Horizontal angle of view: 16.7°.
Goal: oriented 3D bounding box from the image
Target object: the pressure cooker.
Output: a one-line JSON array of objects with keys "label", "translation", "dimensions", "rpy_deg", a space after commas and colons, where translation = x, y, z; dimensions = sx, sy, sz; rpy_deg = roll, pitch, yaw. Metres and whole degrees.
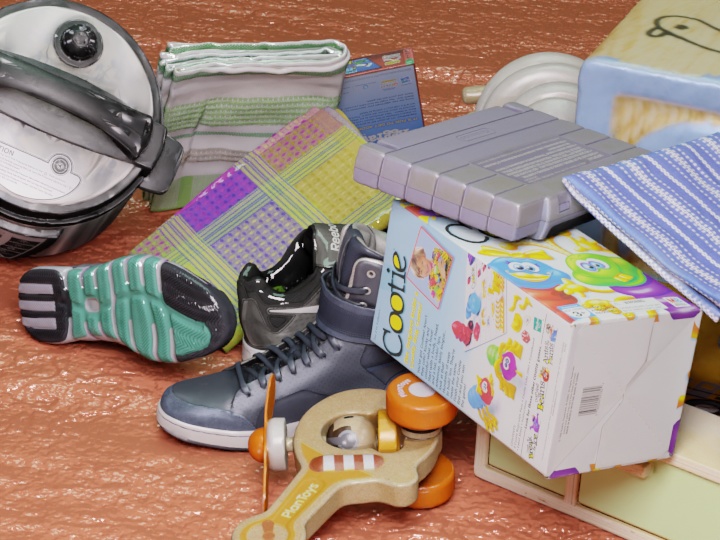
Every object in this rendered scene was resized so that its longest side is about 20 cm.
[{"label": "pressure cooker", "translation": [-0.240, -0.110, 1.835], "dimensions": [0.175, 0.180, 0.200], "rpy_deg": [-20, -5, -18]}]

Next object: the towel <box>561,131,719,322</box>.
[{"label": "towel", "translation": [0.240, -0.037, 1.577], "dimensions": [0.199, 0.024, 0.145], "rpy_deg": [-17, 50, -45]}]

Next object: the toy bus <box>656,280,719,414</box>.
[{"label": "toy bus", "translation": [0.215, 0.051, 1.695], "dimensions": [0.199, 0.065, 0.078], "rpy_deg": [14, -20, -8]}]

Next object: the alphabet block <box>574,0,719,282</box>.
[{"label": "alphabet block", "translation": [0.279, -0.090, 1.904], "dimensions": [0.194, 0.197, 0.200], "rpy_deg": [13, 27, 17]}]

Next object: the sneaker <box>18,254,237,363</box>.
[{"label": "sneaker", "translation": [-0.150, 0.018, 1.753], "dimensions": [0.199, 0.075, 0.087], "rpy_deg": [7, 14, 38]}]

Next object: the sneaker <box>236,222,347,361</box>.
[{"label": "sneaker", "translation": [0.000, 0.000, 1.744], "dimensions": [0.199, 0.091, 0.067], "rpy_deg": [-22, 32, -7]}]

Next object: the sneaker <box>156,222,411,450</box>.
[{"label": "sneaker", "translation": [-0.039, 0.042, 1.657], "dimensions": [0.201, 0.147, 0.077], "rpy_deg": [-5, 28, -12]}]

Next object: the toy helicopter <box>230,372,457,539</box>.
[{"label": "toy helicopter", "translation": [-0.029, 0.129, 1.558], "dimensions": [0.132, 0.079, 0.200], "rpy_deg": [15, 34, 23]}]

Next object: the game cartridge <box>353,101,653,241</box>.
[{"label": "game cartridge", "translation": [0.101, -0.065, 1.612], "dimensions": [0.129, 0.039, 0.200], "rpy_deg": [27, 25, 27]}]

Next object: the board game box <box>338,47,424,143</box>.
[{"label": "board game box", "translation": [-0.050, -0.122, 1.963], "dimensions": [0.199, 0.103, 0.020], "rpy_deg": [-11, 56, 1]}]

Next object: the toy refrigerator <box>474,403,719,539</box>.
[{"label": "toy refrigerator", "translation": [0.172, 0.124, 1.587], "dimensions": [0.199, 0.076, 0.070], "rpy_deg": [21, 31, 32]}]

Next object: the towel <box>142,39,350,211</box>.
[{"label": "towel", "translation": [-0.092, -0.108, 1.926], "dimensions": [0.148, 0.200, 0.031], "rpy_deg": [-2, 57, -11]}]

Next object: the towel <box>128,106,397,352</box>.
[{"label": "towel", "translation": [-0.059, -0.036, 1.833], "dimensions": [0.200, 0.023, 0.144], "rpy_deg": [-38, 48, -12]}]

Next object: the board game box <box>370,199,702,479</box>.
[{"label": "board game box", "translation": [0.107, 0.035, 1.548], "dimensions": [0.103, 0.105, 0.200], "rpy_deg": [-6, 27, -32]}]

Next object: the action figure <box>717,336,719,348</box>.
[{"label": "action figure", "translation": [0.282, 0.044, 1.642], "dimensions": [0.117, 0.201, 0.055], "rpy_deg": [-8, -15, -18]}]

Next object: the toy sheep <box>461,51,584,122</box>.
[{"label": "toy sheep", "translation": [0.152, -0.116, 2.024], "dimensions": [0.137, 0.139, 0.200], "rpy_deg": [2, 22, -1]}]
